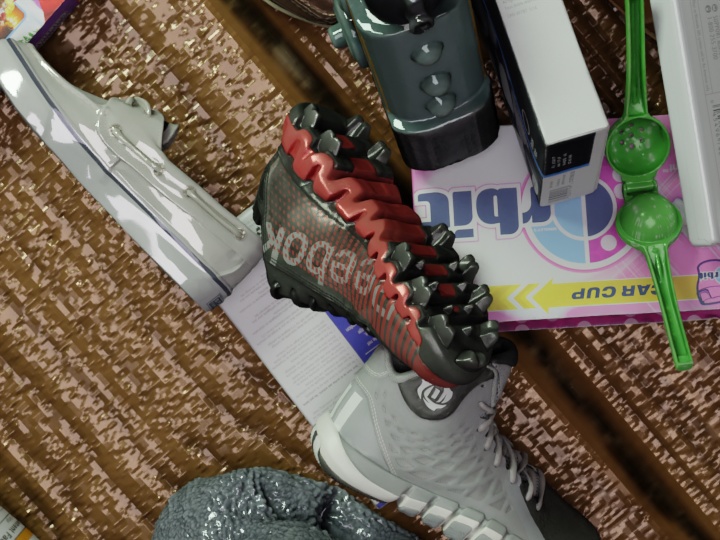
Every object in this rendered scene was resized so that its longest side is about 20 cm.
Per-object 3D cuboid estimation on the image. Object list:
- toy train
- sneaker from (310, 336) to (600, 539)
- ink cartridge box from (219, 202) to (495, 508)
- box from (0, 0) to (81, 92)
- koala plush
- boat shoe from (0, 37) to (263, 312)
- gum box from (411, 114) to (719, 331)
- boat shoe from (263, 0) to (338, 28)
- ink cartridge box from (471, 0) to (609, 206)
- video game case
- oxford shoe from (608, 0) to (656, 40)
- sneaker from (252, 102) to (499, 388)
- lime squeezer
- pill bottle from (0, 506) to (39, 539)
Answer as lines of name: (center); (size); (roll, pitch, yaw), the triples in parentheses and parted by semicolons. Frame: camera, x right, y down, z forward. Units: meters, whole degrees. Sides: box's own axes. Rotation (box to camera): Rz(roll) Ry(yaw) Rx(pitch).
toy train: (0.025, -0.136, 0.740); (0.085, 0.200, 0.114); (-21, 67, 1)
sneaker: (0.080, 0.102, 0.833); (0.200, 0.075, 0.116); (26, 105, -18)
ink cartridge box: (-0.011, 0.041, 0.882); (0.095, 0.037, 0.200); (-36, 93, 8)
box: (-0.279, -0.194, 0.856); (0.200, 0.039, 0.137); (44, 100, -4)
koala plush: (-0.057, 0.217, 0.830); (0.184, 0.200, 0.177); (39, 100, -3)
boat shoe: (-0.135, -0.068, 0.831); (0.066, 0.072, 0.200); (-43, 89, -4)
gum box: (0.131, -0.026, 0.831); (0.199, 0.066, 0.114); (-4, 82, 4)
boat shoe: (-0.073, -0.220, 0.821); (0.202, 0.075, 0.075); (45, 99, -4)
ink cartridge box: (0.086, -0.144, 0.776); (0.039, 0.099, 0.201); (-16, 72, 2)
video game case: (0.241, -0.129, 0.794); (0.181, 0.023, 0.201); (-14, 97, -28)
oxford shoe: (0.177, -0.173, 0.817); (0.199, 0.071, 0.072); (25, 99, -2)
sneaker: (0.000, 0.000, 0.784); (0.098, 0.071, 0.201); (-52, 54, 24)
lime squeezer: (0.159, -0.047, 0.764); (0.038, 0.071, 0.201); (-5, 86, -14)
pill bottle: (-0.266, 0.187, 0.882); (0.200, 0.111, 0.111); (42, 99, -4)
